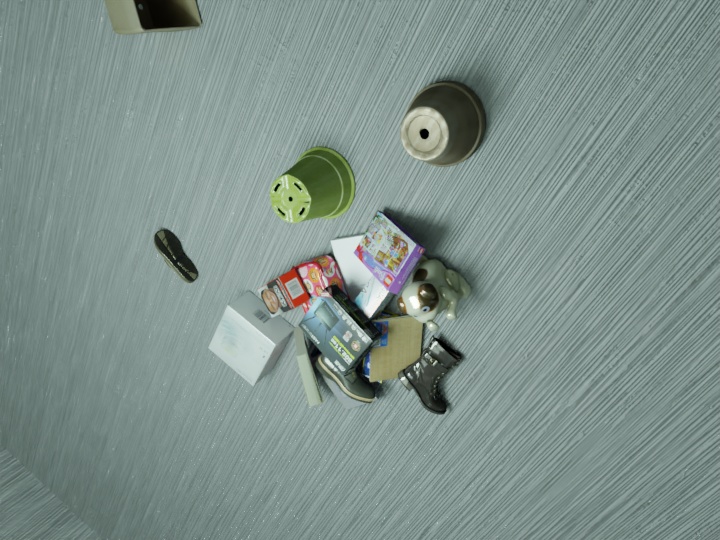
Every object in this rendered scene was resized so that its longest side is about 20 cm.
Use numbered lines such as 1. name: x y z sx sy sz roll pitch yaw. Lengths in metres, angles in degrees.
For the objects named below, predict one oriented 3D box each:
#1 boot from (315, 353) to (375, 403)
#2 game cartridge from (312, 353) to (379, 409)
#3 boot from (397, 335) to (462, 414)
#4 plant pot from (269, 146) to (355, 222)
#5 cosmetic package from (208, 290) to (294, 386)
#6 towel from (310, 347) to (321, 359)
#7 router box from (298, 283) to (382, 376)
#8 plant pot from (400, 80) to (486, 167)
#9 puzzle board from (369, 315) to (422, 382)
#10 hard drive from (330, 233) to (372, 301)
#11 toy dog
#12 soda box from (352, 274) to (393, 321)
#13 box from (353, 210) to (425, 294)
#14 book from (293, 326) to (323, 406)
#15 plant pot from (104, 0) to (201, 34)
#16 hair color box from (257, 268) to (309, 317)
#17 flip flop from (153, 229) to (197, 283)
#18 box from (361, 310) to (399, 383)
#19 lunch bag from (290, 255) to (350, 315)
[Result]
1. boot: -0.017 0.277 1.676 0.199 0.078 0.139 34 118 -3
2. game cartridge: -0.044 0.322 1.770 0.128 0.038 0.201 -22 110 32
3. boot: 0.219 0.295 1.647 0.200 0.069 0.174 43 110 -13
4. plant pot: -0.140 -0.209 1.559 0.197 0.190 0.203 9 114 22
5. cosmetic package: -0.349 0.216 1.873 0.198 0.123 0.201 37 123 9
6. towel: -0.061 0.235 1.777 0.112 0.048 0.200 44 122 4
7. router box: -0.057 0.161 1.594 0.200 0.062 0.150 46 120 15
8. plant pot: 0.173 -0.328 1.364 0.197 0.173 0.203 10 114 24
9. puzzle board: 0.098 0.217 1.652 0.148 0.017 0.203 -6 117 -13
10. hard drive: 0.000 0.000 1.667 0.130 0.025 0.203 -7 106 29
11. toy dog: 0.177 0.055 1.496 0.138 0.200 0.196 -19 101 30
12. soda box: 0.059 0.044 1.596 0.068 0.063 0.201 40 105 19
13. box: 0.070 -0.050 1.518 0.138 0.039 0.200 -58 40 14
14. book: -0.163 0.288 1.778 0.047 0.134 0.202 -14 123 -3
15. plant pot: -0.582 -0.732 1.584 0.175 0.199 0.203 -1 110 38
16. hair color box: -0.229 0.070 1.736 0.103 0.061 0.199 62 151 -1
17. flip flop: -0.613 -0.041 1.940 0.057 0.081 0.201 -27 102 46
18. box: 0.057 0.218 1.701 0.069 0.064 0.203 18 116 19
19. lunch bag: -0.122 0.064 1.716 0.175 0.082 0.203 -14 101 47
